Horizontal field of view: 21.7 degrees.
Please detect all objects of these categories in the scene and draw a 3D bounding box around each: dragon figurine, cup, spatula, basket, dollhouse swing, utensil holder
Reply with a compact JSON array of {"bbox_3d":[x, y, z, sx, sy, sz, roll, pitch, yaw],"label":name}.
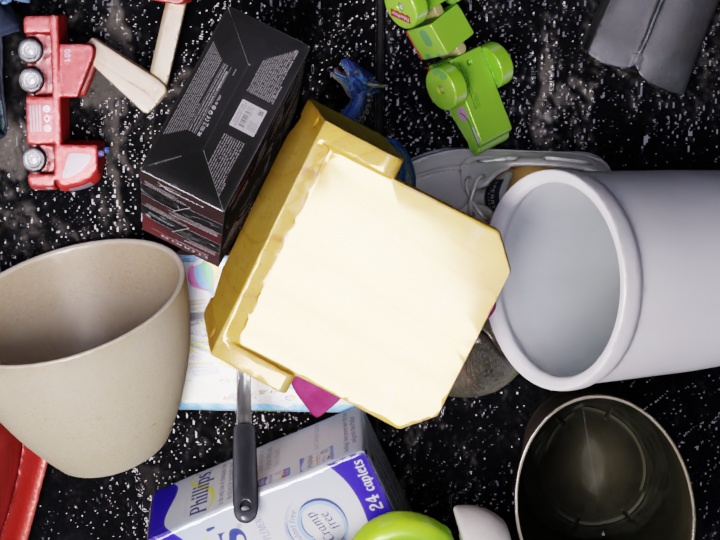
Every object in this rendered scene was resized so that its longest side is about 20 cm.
[{"bbox_3d":[0.006,-0.078,1.541,0.099,0.059,0.200,-33,71,24],"label":"dragon figurine"},{"bbox_3d":[-0.222,0.084,1.545,0.200,0.200,0.144,-13,118,4],"label":"cup"},{"bbox_3d":[-0.094,0.110,1.525,0.056,0.021,0.201,-1,66,-5],"label":"spatula"},{"bbox_3d":[0.191,0.169,1.520,0.136,0.200,0.181,-11,97,5],"label":"basket"},{"bbox_3d":[0.000,0.000,1.473,0.175,0.182,0.200,24,99,-12],"label":"dollhouse swing"},{"bbox_3d":[0.224,0.000,1.473,0.199,0.170,0.171,-5,100,-34],"label":"utensil holder"}]

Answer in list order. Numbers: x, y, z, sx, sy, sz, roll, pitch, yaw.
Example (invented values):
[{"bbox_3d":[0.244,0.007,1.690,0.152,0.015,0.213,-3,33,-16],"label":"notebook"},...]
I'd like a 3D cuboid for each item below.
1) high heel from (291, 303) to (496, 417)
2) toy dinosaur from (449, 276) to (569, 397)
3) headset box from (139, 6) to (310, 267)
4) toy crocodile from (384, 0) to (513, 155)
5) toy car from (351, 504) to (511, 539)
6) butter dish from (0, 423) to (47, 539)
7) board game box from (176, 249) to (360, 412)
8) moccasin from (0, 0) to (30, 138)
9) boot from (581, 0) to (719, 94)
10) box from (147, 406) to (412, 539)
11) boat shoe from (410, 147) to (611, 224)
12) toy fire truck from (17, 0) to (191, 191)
[{"bbox_3d":[0.029,0.065,1.522,0.199,0.067,0.096,-6,111,33],"label":"high heel"},{"bbox_3d":[0.106,0.052,1.554,0.102,0.077,0.200,35,86,1],"label":"toy dinosaur"},{"bbox_3d":[-0.110,-0.099,1.491,0.077,0.200,0.149,27,76,0],"label":"headset box"},{"bbox_3d":[0.068,-0.191,1.544,0.067,0.062,0.200,-33,103,-29],"label":"toy crocodile"},{"bbox_3d":[0.049,0.290,1.460,0.174,0.150,0.201,-15,109,1],"label":"toy car"},{"bbox_3d":[-0.378,0.182,1.573,0.199,0.148,0.201,16,99,1],"label":"butter dish"},{"bbox_3d":[-0.057,0.052,1.597,0.199,0.034,0.135,1,99,2],"label":"board game box"},{"bbox_3d":[-0.309,-0.205,1.553,0.068,0.080,0.201,11,112,15],"label":"moccasin"},{"bbox_3d":[0.292,-0.235,1.523,0.164,0.066,0.200,25,96,7],"label":"boot"},{"bbox_3d":[-0.051,0.243,1.574,0.199,0.105,0.184,-23,108,6],"label":"box"},{"bbox_3d":[0.111,-0.065,1.553,0.199,0.070,0.071,-1,98,5],"label":"boat shoe"},{"bbox_3d":[-0.211,-0.166,1.563,0.141,0.049,0.201,0,99,2],"label":"toy fire truck"}]
